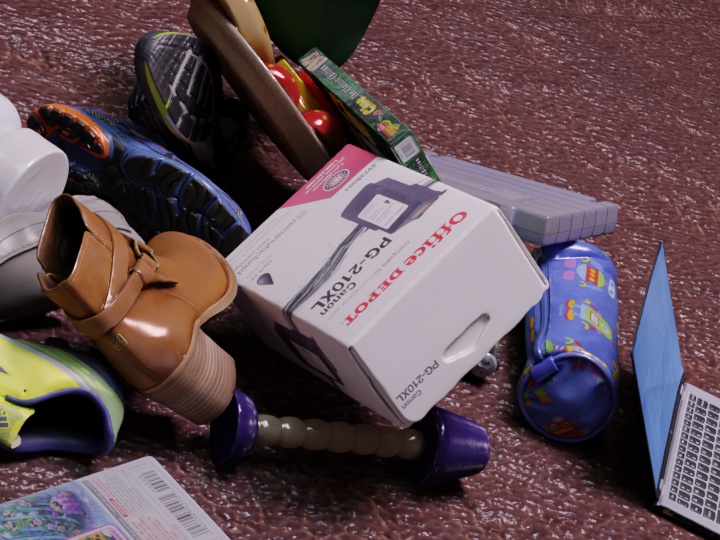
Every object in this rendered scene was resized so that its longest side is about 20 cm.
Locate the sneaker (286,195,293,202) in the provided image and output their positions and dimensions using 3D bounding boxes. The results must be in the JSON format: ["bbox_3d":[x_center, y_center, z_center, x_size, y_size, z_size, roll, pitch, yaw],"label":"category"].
[{"bbox_3d":[0.000,0.000,1.530,0.114,0.077,0.200,5,33,-28],"label":"sneaker"}]

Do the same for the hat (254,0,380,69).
[{"bbox_3d":[-0.052,-0.175,1.638,0.199,0.177,0.166,8,21,-20],"label":"hat"}]

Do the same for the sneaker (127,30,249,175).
[{"bbox_3d":[-0.151,-0.133,1.567,0.080,0.074,0.200,16,-17,15],"label":"sneaker"}]

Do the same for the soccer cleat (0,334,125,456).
[{"bbox_3d":[-0.242,0.073,1.246,0.199,0.065,0.084,12,36,-23],"label":"soccer cleat"}]

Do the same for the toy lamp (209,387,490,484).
[{"bbox_3d":[-0.003,0.114,1.365,0.199,0.058,0.058,10,33,-26],"label":"toy lamp"}]

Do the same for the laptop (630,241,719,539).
[{"bbox_3d":[0.285,0.105,1.533,0.199,0.116,0.187,26,31,2],"label":"laptop"}]

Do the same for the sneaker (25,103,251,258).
[{"bbox_3d":[-0.162,-0.075,1.528,0.199,0.076,0.078,35,28,13],"label":"sneaker"}]

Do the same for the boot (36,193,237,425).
[{"bbox_3d":[-0.159,0.003,1.340,0.155,0.077,0.201,43,23,-32],"label":"boot"}]

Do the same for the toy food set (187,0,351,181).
[{"bbox_3d":[-0.071,-0.150,1.574,0.200,0.049,0.198,52,-4,9],"label":"toy food set"}]

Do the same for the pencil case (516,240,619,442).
[{"bbox_3d":[0.163,0.048,1.566,0.087,0.078,0.200,43,26,-18],"label":"pencil case"}]

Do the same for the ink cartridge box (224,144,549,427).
[{"bbox_3d":[0.011,0.006,1.381,0.200,0.145,0.085,26,-24,55],"label":"ink cartridge box"}]

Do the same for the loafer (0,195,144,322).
[{"bbox_3d":[-0.217,-0.004,1.376,0.069,0.070,0.200,27,28,16],"label":"loafer"}]

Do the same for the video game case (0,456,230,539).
[{"bbox_3d":[-0.132,0.201,1.170,0.181,0.024,0.200,-14,49,-47],"label":"video game case"}]

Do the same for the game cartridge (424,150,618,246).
[{"bbox_3d":[0.100,-0.061,1.664,0.199,0.039,0.129,18,20,32],"label":"game cartridge"}]

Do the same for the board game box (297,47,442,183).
[{"bbox_3d":[0.016,-0.097,1.519,0.105,0.023,0.200,59,-6,-31],"label":"board game box"}]

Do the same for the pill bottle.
[{"bbox_3d":[-0.313,-0.098,1.413,0.199,0.110,0.109,33,31,13],"label":"pill bottle"}]

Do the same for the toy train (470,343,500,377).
[{"bbox_3d":[0.091,0.023,1.595,0.056,0.042,0.200,31,29,-11],"label":"toy train"}]
